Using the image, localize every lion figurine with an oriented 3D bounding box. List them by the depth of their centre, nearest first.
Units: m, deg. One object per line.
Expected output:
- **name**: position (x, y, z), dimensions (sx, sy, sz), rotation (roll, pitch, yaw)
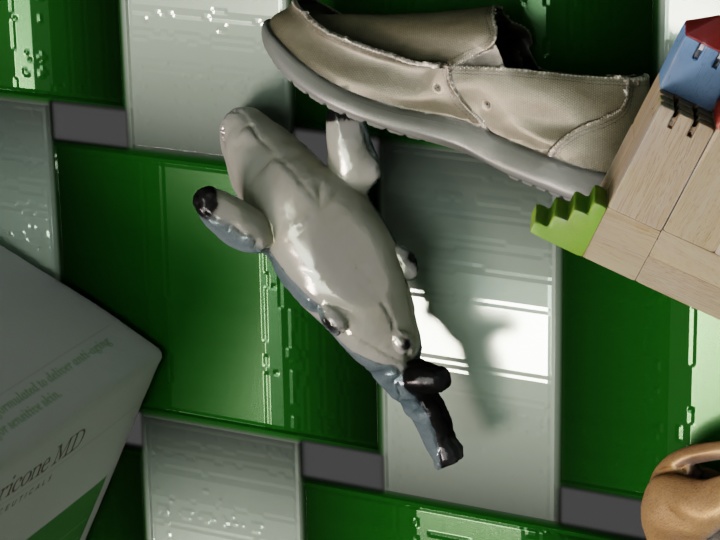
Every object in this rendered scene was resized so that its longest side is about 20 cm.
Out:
- **lion figurine**: position (0.161, 0.153, 1.151), dimensions (0.122, 0.072, 0.201), rotation (11, 98, 38)

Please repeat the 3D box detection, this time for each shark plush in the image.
- **shark plush**: position (0.000, 0.000, 1.186), dimensions (0.091, 0.083, 0.200), rotation (-45, 95, -11)

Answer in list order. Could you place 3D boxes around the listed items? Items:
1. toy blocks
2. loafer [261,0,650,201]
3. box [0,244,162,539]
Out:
- **toy blocks**: position (0.191, -0.041, 1.037), dimensions (0.199, 0.100, 0.137), rotation (24, 111, -3)
- **loafer**: position (0.049, -0.092, 1.125), dimensions (0.199, 0.075, 0.070), rotation (22, 105, 15)
- **box**: position (-0.251, 0.087, 1.262), dimensions (0.199, 0.199, 0.172), rotation (31, 118, 14)
